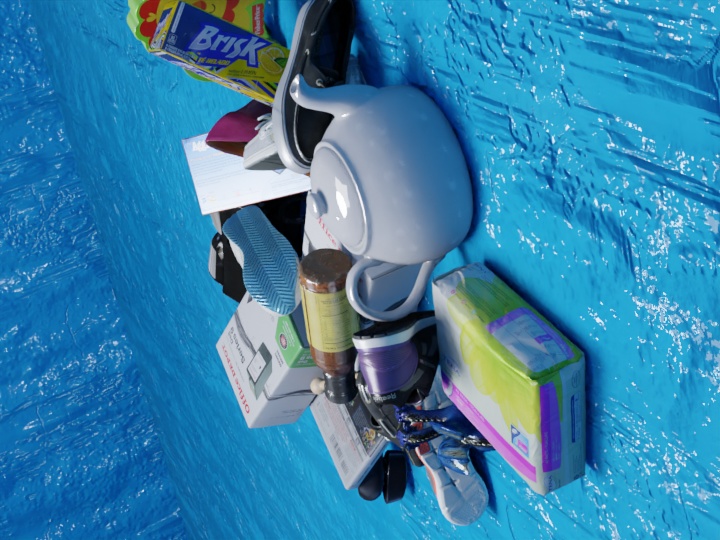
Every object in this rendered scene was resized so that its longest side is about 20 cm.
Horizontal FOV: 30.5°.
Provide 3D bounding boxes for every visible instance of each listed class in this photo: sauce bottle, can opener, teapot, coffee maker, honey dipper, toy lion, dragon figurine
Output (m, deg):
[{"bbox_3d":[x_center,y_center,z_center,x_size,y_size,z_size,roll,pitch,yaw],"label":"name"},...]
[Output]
[{"bbox_3d":[-0.031,0.068,1.508,0.066,0.065,0.201,50,155,42],"label":"sauce bottle"},{"bbox_3d":[0.017,0.221,1.787,0.063,0.078,0.202,-152,54,-61],"label":"can opener"},{"bbox_3d":[0.015,-0.082,1.354,0.201,0.145,0.198,57,158,29],"label":"teapot"},{"bbox_3d":[-0.139,-0.046,1.828,0.192,0.134,0.201,52,155,39],"label":"coffee maker"},{"bbox_3d":[0.000,0.134,1.675,0.199,0.038,0.038,-15,97,49],"label":"honey dipper"},{"bbox_3d":[-0.187,-0.308,1.599,0.069,0.190,0.201,55,157,33],"label":"toy lion"},{"bbox_3d":[0.112,0.179,1.423,0.200,0.099,0.059,25,134,56],"label":"dragon figurine"}]

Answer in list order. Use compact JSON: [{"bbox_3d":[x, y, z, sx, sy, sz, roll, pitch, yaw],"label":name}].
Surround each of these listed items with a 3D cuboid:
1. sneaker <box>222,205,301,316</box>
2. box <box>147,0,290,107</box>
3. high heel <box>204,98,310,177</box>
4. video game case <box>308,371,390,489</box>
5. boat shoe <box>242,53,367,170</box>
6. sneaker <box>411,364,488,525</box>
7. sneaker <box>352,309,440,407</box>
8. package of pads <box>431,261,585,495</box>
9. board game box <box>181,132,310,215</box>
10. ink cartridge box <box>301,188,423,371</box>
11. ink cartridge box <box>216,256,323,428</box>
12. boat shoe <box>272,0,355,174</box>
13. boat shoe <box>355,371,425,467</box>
[{"bbox_3d":[-0.109,-0.003,1.653,0.081,0.076,0.201,56,-177,-38],"label":"sneaker"},{"bbox_3d":[-0.141,-0.245,1.539,0.070,0.198,0.065,17,87,66],"label":"box"},{"bbox_3d":[-0.091,-0.130,1.597,0.199,0.096,0.068,34,147,23],"label":"high heel"},{"bbox_3d":[-0.014,0.158,1.755,0.182,0.023,0.201,-59,46,42],"label":"video game case"},{"bbox_3d":[-0.064,-0.172,1.511,0.201,0.074,0.065,-31,68,42],"label":"boat shoe"},{"bbox_3d":[0.092,0.200,1.551,0.082,0.076,0.202,-137,33,-69],"label":"sneaker"},{"bbox_3d":[0.049,0.094,1.395,0.075,0.200,0.089,-8,94,26],"label":"sneaker"},{"bbox_3d":[0.144,0.100,1.305,0.200,0.068,0.156,45,150,49],"label":"package of pads"},{"bbox_3d":[-0.132,-0.140,1.688,0.198,0.019,0.104,-10,100,29],"label":"board game box"},{"bbox_3d":[0.000,0.000,1.564,0.146,0.083,0.201,55,156,27],"label":"ink cartridge box"},{"bbox_3d":[-0.108,0.100,1.795,0.201,0.083,0.147,-57,49,43],"label":"ink cartridge box"},{"bbox_3d":[-0.046,-0.204,1.408,0.056,0.068,0.202,-10,68,52],"label":"boat shoe"},{"bbox_3d":[0.047,0.176,1.597,0.201,0.067,0.072,66,-160,-51],"label":"boat shoe"}]
